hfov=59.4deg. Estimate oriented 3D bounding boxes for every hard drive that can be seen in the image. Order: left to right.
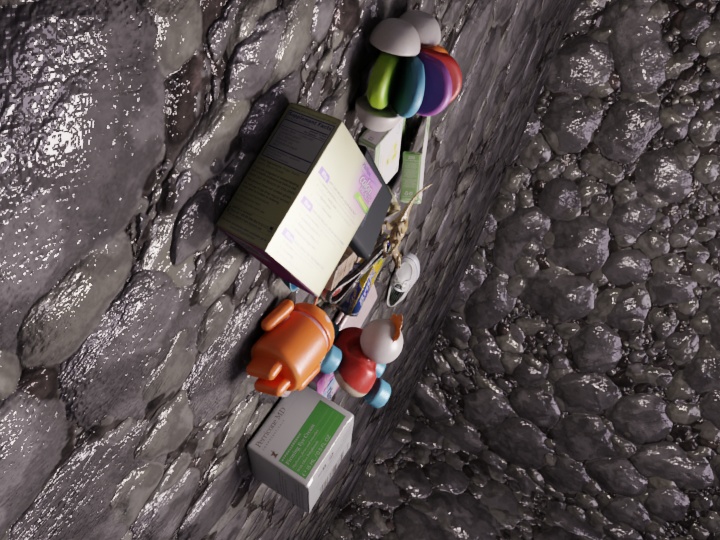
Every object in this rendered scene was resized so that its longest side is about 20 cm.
[{"bbox_3d":[0.003,-0.117,1.144,0.142,0.032,0.200,-69,159,-12],"label":"hard drive"}]

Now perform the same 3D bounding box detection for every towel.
[{"bbox_3d":[-0.019,0.114,1.627,0.193,0.032,0.200,-60,165,-14],"label":"towel"}]

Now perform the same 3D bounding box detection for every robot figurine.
[{"bbox_3d":[-0.124,0.138,1.167,0.200,0.144,0.117,-48,-178,-40],"label":"robot figurine"}]

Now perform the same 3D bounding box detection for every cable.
[{"bbox_3d":[-0.022,0.006,1.351,0.201,0.050,0.097,-52,160,3],"label":"cable"}]

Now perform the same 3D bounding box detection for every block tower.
[{"bbox_3d":[-0.029,-0.041,1.298,0.200,0.057,0.055,-49,160,-48],"label":"block tower"}]

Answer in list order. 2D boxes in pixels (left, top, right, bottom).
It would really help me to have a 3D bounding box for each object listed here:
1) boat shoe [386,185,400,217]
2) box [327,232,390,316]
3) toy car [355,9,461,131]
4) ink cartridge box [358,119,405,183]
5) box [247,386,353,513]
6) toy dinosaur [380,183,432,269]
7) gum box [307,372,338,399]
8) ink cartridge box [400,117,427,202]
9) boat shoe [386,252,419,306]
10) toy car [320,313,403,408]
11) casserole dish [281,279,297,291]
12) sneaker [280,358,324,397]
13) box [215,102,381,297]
[{"bbox_3d":[0.025,-0.110,1.303,0.073,0.063,0.201,-36,-172,35],"label":"boat shoe"},{"bbox_3d":[0.000,0.000,1.427,0.203,0.069,0.064,-64,163,3],"label":"box"},{"bbox_3d":[0.090,-0.318,1.046,0.200,0.148,0.177,-43,156,-50],"label":"toy car"},{"bbox_3d":[0.060,-0.257,1.247,0.201,0.047,0.147,-51,160,-30],"label":"ink cartridge box"},{"bbox_3d":[-0.136,0.409,1.469,0.200,0.169,0.202,-53,161,-32],"label":"box"},{"bbox_3d":[0.080,-0.093,1.317,0.101,0.058,0.203,-30,143,-55],"label":"toy dinosaur"},{"bbox_3d":[-0.098,0.254,1.534,0.114,0.065,0.201,-52,161,-31],"label":"gum box"},{"bbox_3d":[0.122,-0.252,1.395,0.146,0.047,0.204,-32,127,-81],"label":"ink cartridge box"},{"bbox_3d":[0.127,0.038,1.897,0.067,0.073,0.202,-52,162,-41],"label":"boat shoe"},{"bbox_3d":[0.027,0.159,1.380,0.200,0.184,0.178,-44,-155,18],"label":"toy car"},{"bbox_3d":[-0.098,-0.055,1.077,0.121,0.038,0.202,-50,161,-41],"label":"casserole dish"},{"bbox_3d":[-0.122,0.180,1.291,0.081,0.087,0.203,-26,141,-65],"label":"sneaker"},{"bbox_3d":[-0.079,-0.095,0.897,0.202,0.096,0.176,-60,151,-9],"label":"box"}]
